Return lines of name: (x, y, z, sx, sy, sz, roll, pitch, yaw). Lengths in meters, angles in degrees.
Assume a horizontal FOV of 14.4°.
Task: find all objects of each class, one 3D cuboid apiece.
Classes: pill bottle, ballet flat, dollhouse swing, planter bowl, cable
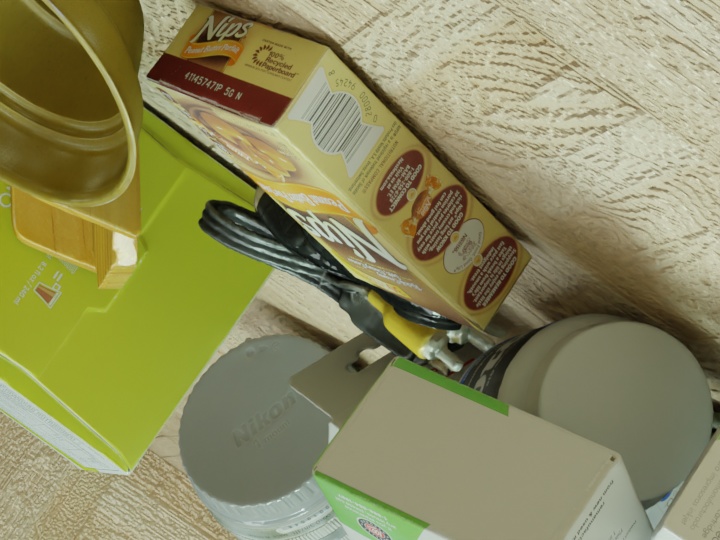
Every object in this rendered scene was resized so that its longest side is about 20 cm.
pill bottle: (0.121, 0.083, 1.571, 0.114, 0.114, 0.200, 35, 169, -5)
ballet flat: (0.006, -0.020, 1.674, 0.066, 0.057, 0.200, 5, -164, -40)
dollhouse swing: (-0.224, -0.085, 1.676, 0.175, 0.183, 0.200, -1, 174, -10)
planter bowl: (-0.176, -0.135, 1.511, 0.200, 0.084, 0.201, 29, 149, 19)
cable: (0.000, 0.000, 1.746, 0.200, 0.050, 0.097, 35, -155, 14)

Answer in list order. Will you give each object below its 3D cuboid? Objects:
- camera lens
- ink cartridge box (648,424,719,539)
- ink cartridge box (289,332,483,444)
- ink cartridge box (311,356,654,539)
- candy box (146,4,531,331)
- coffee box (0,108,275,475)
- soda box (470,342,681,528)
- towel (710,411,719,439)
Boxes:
camera lens: (-0.034, 0.156, 2.220, 0.160, 0.160, 0.200, 26, 167, 34)
ink cartridge box: (0.257, 0.139, 1.406, 0.200, 0.117, 0.067, 33, 167, 6)
ink cartridge box: (0.059, 0.118, 1.741, 0.200, 0.115, 0.068, 37, 141, 32)
ink cartridge box: (0.080, 0.152, 1.484, 0.145, 0.084, 0.200, 23, 156, 33)
candy box: (-0.009, -0.054, 1.511, 0.115, 0.055, 0.200, 24, 165, 48)
coffee box: (-0.190, -0.002, 1.881, 0.200, 0.200, 0.198, 37, 169, -10)
soda box: (0.116, 0.108, 1.829, 0.200, 0.064, 0.068, 28, 168, 31)
towel: (0.280, 0.148, 1.598, 0.192, 0.035, 0.200, 38, 169, -23)
